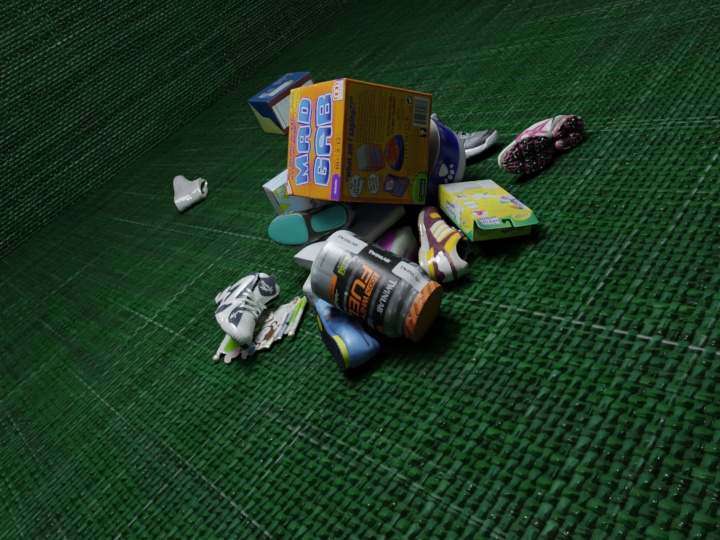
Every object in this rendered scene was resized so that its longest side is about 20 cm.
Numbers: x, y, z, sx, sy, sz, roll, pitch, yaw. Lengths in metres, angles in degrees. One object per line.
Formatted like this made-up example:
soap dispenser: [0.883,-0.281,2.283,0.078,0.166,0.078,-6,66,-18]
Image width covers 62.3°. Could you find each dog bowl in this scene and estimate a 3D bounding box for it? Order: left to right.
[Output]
dog bowl: [0.118,-0.208,1.228,0.199,0.078,0.204,-27,54,44]

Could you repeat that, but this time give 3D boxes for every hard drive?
hard drive: [-0.021,-0.068,1.157,0.199,0.027,0.131,-41,30,-25]

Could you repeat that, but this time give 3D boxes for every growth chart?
growth chart: [-0.194,0.114,1.176,0.197,0.018,0.146,-18,33,21]

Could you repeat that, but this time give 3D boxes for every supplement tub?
supplement tub: [0.027,0.026,0.962,0.198,0.124,0.123,26,56,24]

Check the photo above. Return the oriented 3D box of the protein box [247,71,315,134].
protein box: [-0.274,-0.620,2.203,0.199,0.136,0.198,-40,32,-17]

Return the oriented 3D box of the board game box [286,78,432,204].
board game box: [-0.007,-0.234,1.125,0.197,0.205,0.198,-2,10,-35]

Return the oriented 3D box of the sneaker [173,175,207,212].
sneaker: [-0.572,-0.280,2.030,0.114,0.074,0.201,-27,40,1]

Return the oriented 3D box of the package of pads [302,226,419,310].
package of pads: [0.000,0.000,1.129,0.197,0.069,0.156,-11,34,30]

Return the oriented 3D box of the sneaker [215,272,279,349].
sneaker: [-0.212,0.063,1.168,0.129,0.080,0.199,-41,21,0]

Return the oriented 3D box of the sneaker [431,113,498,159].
sneaker: [0.205,-0.305,1.345,0.197,0.116,0.076,-17,17,23]

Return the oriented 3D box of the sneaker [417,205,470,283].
sneaker: [0.154,-0.051,1.079,0.088,0.076,0.202,-11,41,14]

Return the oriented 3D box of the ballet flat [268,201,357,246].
ballet flat: [-0.090,-0.091,1.176,0.197,0.075,0.075,-7,37,30]

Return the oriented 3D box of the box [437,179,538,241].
box: [0.226,-0.108,1.078,0.115,0.049,0.201,-7,26,-11]

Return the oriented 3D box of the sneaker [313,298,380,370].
sneaker: [-0.026,0.099,1.019,0.077,0.067,0.200,-19,27,-14]

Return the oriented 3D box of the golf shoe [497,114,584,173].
golf shoe: [0.351,-0.251,1.203,0.198,0.074,0.092,-27,23,-16]

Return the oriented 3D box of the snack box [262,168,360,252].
snack box: [-0.087,-0.136,1.269,0.168,0.202,0.067,-36,29,-15]

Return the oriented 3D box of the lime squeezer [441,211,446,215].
lime squeezer: [0.152,-0.165,1.287,0.069,0.038,0.201,8,35,-1]
